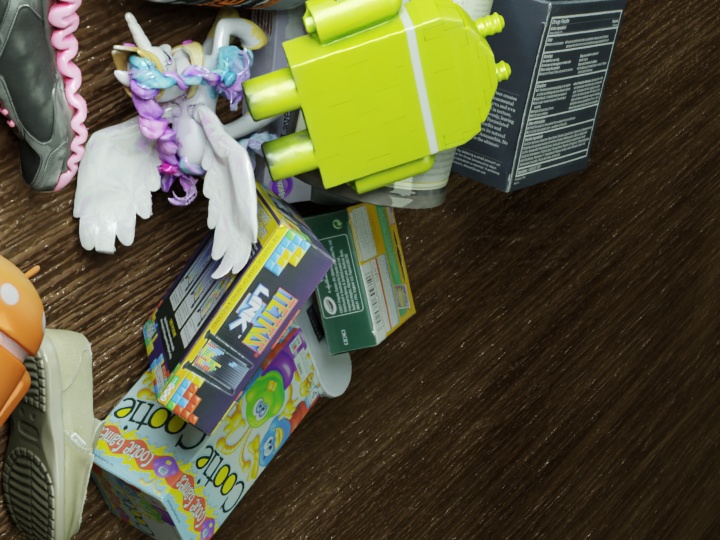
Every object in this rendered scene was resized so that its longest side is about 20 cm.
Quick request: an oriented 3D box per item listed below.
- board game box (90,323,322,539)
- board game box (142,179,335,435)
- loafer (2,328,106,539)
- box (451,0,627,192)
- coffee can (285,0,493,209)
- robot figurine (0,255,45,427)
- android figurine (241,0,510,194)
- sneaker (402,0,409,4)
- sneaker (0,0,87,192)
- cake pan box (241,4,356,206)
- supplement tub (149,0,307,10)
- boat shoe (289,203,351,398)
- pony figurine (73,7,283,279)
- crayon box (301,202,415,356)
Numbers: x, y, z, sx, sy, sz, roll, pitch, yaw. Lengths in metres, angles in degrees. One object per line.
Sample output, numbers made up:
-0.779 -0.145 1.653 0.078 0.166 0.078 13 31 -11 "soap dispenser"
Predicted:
-0.138 0.135 1.310 0.201 0.102 0.105 -51 146 -27 "board game box"
-0.104 0.022 1.184 0.056 0.200 0.166 35 95 -17 "board game box"
-0.239 0.136 1.173 0.068 0.075 0.203 -21 127 -44 "loafer"
0.175 -0.208 1.572 0.199 0.122 0.201 -18 126 -55 "box"
0.024 -0.169 1.200 0.146 0.145 0.203 -12 121 -55 "coffee can"
-0.292 0.063 0.997 0.143 0.116 0.201 35 75 -16 "robot figurine"
0.016 -0.133 1.078 0.198 0.041 0.183 -20 136 -2 "android figurine"
-0.030 -0.247 1.036 0.145 0.080 0.202 -4 118 -39 "sneaker"
-0.240 -0.143 1.007 0.094 0.079 0.202 -15 124 -28 "sneaker"
-0.016 -0.159 1.309 0.182 0.052 0.203 -8 118 -31 "cake pan box"
-0.111 -0.255 1.074 0.199 0.122 0.124 -10 118 -55 "supplement tub"
-0.071 0.028 1.380 0.071 0.069 0.202 -44 121 -44 "boat shoe"
-0.131 -0.108 1.137 0.200 0.164 0.196 -32 125 -62 "pony figurine"
0.000 0.000 1.406 0.200 0.051 0.128 -27 104 -76 "crayon box"
